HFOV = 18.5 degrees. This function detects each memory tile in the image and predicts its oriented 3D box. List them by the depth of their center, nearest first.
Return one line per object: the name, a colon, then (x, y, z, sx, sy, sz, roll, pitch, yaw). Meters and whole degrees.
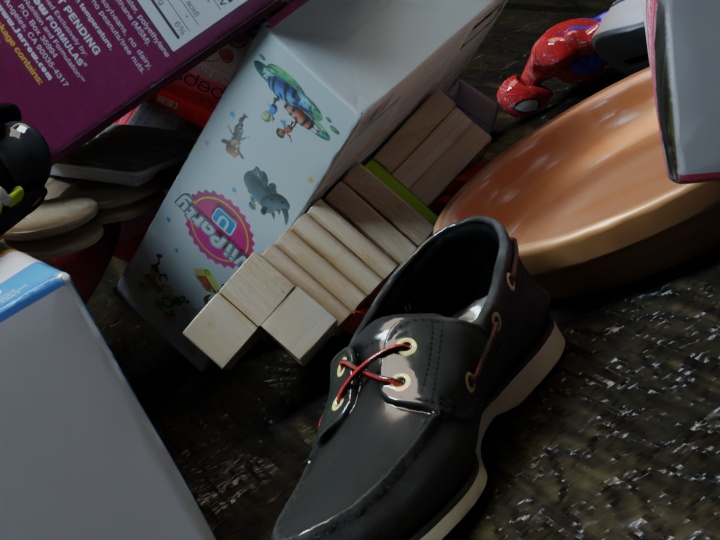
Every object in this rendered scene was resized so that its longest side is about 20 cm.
memory tile: (-0.180, -0.038, 1.083, 0.200, 0.017, 0.153, 3, 22, 33)

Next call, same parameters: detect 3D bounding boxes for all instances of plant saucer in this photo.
plant saucer: (0.126, -0.044, 0.923, 0.200, 0.037, 0.200, -27, 15, 8)

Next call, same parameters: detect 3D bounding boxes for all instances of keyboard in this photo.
keyboard: (-0.150, -0.064, 1.093, 0.056, 0.011, 0.200, -32, 28, -36)

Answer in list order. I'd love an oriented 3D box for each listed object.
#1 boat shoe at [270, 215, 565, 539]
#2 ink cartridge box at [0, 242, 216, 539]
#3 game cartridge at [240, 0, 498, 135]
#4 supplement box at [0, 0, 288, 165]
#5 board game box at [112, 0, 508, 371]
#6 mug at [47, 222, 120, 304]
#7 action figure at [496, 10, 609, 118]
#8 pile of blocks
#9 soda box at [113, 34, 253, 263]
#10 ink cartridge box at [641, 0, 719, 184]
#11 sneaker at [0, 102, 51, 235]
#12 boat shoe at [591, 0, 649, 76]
boat shoe: (0.013, 0.048, 0.777, 0.074, 0.063, 0.201, -17, 20, 31)
ink cartridge box: (-0.159, 0.074, 0.871, 0.129, 0.125, 0.200, -32, 14, -12)
game cartridge: (-0.037, -0.116, 1.187, 0.130, 0.200, 0.038, 1, 65, 58)
supplement box: (-0.099, -0.139, 0.999, 0.200, 0.103, 0.131, -30, 9, 36)
board game box: (-0.021, -0.062, 1.034, 0.148, 0.064, 0.200, -42, -10, -43)
mug: (-0.199, 0.025, 1.069, 0.178, 0.133, 0.200, -66, 22, 2)
action figure: (0.158, -0.139, 1.164, 0.200, 0.052, 0.065, -29, 8, 17)
pile of blocks: (0.000, 0.000, 0.984, 0.200, 0.062, 0.082, -43, -9, -40)
soda box: (-0.105, -0.066, 1.212, 0.200, 0.070, 0.063, -45, 23, 62)
ink cartridge box: (0.179, -0.117, 0.839, 0.146, 0.083, 0.200, -6, 29, 6)
sneaker: (-0.167, -0.039, 0.881, 0.083, 0.072, 0.200, -27, 14, 2)
boat shoe: (0.175, -0.133, 1.036, 0.200, 0.072, 0.062, -1, 62, 64)
